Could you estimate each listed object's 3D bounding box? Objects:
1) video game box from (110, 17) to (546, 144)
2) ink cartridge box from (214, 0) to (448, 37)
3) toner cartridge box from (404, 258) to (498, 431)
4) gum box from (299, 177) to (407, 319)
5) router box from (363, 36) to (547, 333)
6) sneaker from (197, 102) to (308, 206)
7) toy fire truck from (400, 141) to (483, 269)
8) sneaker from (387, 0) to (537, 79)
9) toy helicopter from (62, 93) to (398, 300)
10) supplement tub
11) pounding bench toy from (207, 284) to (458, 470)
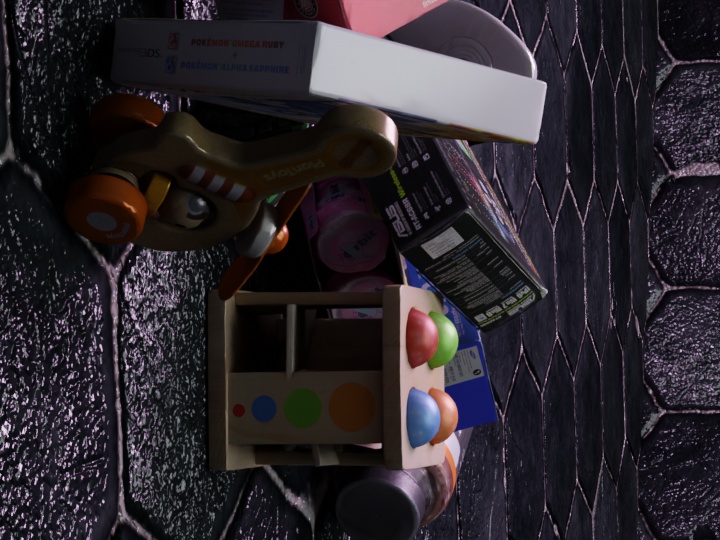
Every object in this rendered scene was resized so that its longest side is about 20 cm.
[{"bbox_3d":[-0.020,-0.115,1.158,0.200,0.182,0.047,8,93,-45],"label":"video game box"},{"bbox_3d":[-0.024,-0.263,1.218,0.144,0.145,0.201,-31,117,-29],"label":"ink cartridge box"},{"bbox_3d":[0.066,0.025,1.534,0.200,0.043,0.095,-102,179,-47],"label":"toner cartridge box"},{"bbox_3d":[0.000,0.000,1.496,0.114,0.066,0.200,-104,179,-51],"label":"gum box"},{"bbox_3d":[0.049,-0.069,1.406,0.150,0.062,0.200,41,19,-53],"label":"router box"},{"bbox_3d":[-0.061,-0.105,1.331,0.085,0.078,0.200,73,22,-47],"label":"sneaker"},{"bbox_3d":[0.040,-0.085,1.652,0.176,0.128,0.201,61,22,-58],"label":"toy fire truck"},{"bbox_3d":[0.059,-0.188,1.540,0.073,0.199,0.112,-70,166,10],"label":"sneaker"},{"bbox_3d":[-0.063,-0.048,1.095,0.132,0.199,0.079,48,39,-41],"label":"toy helicopter"},{"bbox_3d":[0.036,0.146,1.599,0.200,0.107,0.107,-67,151,-57],"label":"supplement tub"},{"bbox_3d":[-0.003,0.078,1.375,0.200,0.155,0.125,12,77,-74],"label":"pounding bench toy"}]
